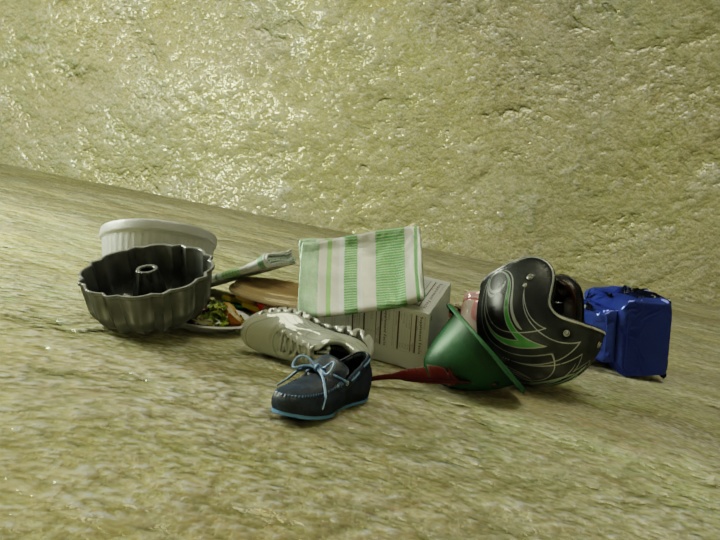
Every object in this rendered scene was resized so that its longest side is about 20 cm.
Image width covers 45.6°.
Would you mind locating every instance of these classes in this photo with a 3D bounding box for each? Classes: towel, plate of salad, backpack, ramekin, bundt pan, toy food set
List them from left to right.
[{"bbox_3d":[-0.310,0.031,1.265,0.198,0.077,0.202,-3,23,1],"label":"bundt pan"},{"bbox_3d":[-0.345,-0.017,1.454,0.199,0.096,0.203,2,-12,0],"label":"ramekin"},{"bbox_3d":[-0.268,0.058,1.377,0.197,0.049,0.200,11,8,-2],"label":"plate of salad"},{"bbox_3d":[-0.233,0.000,1.602,0.197,0.031,0.149,-15,-2,17],"label":"towel"},{"bbox_3d":[-0.149,0.053,1.581,0.196,0.049,0.199,16,10,37],"label":"toy food set"},{"bbox_3d":[0.000,0.000,1.334,0.196,0.154,0.024,-6,-37,6],"label":"towel"},{"bbox_3d":[0.502,0.106,1.693,0.165,0.165,0.200,6,9,-8],"label":"backpack"}]

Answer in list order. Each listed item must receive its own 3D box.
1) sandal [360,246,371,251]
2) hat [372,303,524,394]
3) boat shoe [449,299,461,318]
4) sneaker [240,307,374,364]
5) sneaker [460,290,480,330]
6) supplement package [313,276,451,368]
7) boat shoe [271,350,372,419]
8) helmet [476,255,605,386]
[{"bbox_3d":[0.023,-0.031,1.478,0.078,0.060,0.207,18,-10,1],"label":"sandal"},{"bbox_3d":[0.117,0.163,1.274,0.200,0.176,0.166,48,1,-9],"label":"hat"},{"bbox_3d":[0.160,0.085,1.597,0.071,0.076,0.200,-30,12,-1],"label":"boat shoe"},{"bbox_3d":[-0.077,0.106,1.235,0.197,0.076,0.081,11,16,0],"label":"sneaker"},{"bbox_3d":[0.242,0.131,1.524,0.075,0.106,0.200,-17,-46,45],"label":"sneaker"},{"bbox_3d":[0.034,0.068,1.381,0.197,0.111,0.114,14,31,21],"label":"supplement package"},{"bbox_3d":[-0.049,0.133,1.053,0.083,0.070,0.200,13,8,20],"label":"boat shoe"},{"bbox_3d":[0.287,0.092,1.384,0.197,0.193,0.201,-10,-22,-4],"label":"helmet"}]
